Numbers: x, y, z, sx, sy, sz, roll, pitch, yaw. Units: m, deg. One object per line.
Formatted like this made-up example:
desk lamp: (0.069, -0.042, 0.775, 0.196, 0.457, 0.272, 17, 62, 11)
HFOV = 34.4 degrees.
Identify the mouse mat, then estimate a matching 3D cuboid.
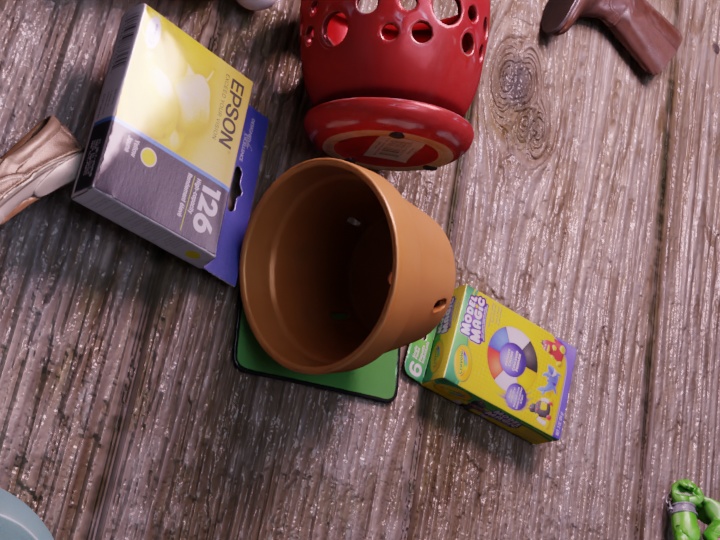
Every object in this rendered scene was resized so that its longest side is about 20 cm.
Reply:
mouse mat: (-0.038, 0.043, 1.203, 0.199, 0.008, 0.162, 16, 69, -30)

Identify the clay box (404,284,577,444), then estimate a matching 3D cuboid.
clay box: (0.146, 0.100, 1.289, 0.199, 0.047, 0.116, 29, 62, -26)

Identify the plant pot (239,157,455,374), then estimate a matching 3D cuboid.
plant pot: (0.000, 0.000, 1.131, 0.139, 0.199, 0.202, 6, 73, -50)

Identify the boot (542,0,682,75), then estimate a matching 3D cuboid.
boot: (0.339, -0.312, 1.530, 0.200, 0.064, 0.187, 45, 59, -22)

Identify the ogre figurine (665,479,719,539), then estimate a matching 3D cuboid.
ogre figurine: (0.432, 0.354, 1.389, 0.120, 0.098, 0.201, -49, 118, -45)

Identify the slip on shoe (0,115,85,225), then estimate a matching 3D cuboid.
slip on shoe: (-0.318, -0.070, 0.996, 0.200, 0.076, 0.061, -38, 108, -38)

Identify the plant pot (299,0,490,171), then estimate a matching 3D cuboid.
plant pot: (0.030, -0.209, 1.204, 0.199, 0.200, 0.184, 13, 77, -31)

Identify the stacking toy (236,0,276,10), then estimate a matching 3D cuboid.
stacking toy: (-0.158, -0.321, 1.168, 0.199, 0.145, 0.147, 30, 61, -47)

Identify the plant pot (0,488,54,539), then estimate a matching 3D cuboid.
plant pot: (-0.311, 0.245, 0.864, 0.199, 0.161, 0.203, 10, 72, -32)

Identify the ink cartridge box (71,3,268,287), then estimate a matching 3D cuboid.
ink cartridge box: (-0.162, -0.115, 1.104, 0.199, 0.047, 0.199, 30, 58, -38)
